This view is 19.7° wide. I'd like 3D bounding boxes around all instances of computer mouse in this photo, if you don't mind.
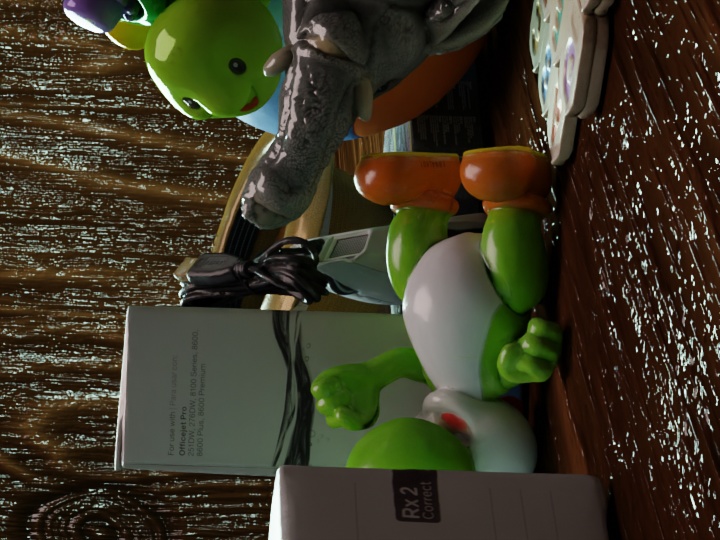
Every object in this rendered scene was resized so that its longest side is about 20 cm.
[{"bbox_3d":[0.000,0.000,1.112,0.110,0.200,0.044,-11,88,44],"label":"computer mouse"}]

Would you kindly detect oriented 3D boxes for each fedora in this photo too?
[{"bbox_3d":[-0.035,-0.002,1.288,0.201,0.082,0.201,-165,90,-70],"label":"fedora"}]

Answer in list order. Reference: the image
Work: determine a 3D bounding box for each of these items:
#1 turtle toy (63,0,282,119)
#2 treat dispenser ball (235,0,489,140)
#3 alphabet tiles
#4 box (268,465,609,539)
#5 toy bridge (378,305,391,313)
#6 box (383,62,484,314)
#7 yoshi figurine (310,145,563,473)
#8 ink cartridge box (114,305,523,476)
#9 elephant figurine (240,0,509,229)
[{"bbox_3d":[-0.101,-0.166,1.034,0.200,0.146,0.101,55,-150,1],"label":"turtle toy"},{"bbox_3d":[-0.020,-0.173,1.164,0.201,0.201,0.201,-178,90,-86],"label":"treat dispenser ball"},{"bbox_3d":[0.091,-0.156,0.910,0.200,0.015,0.196,-94,7,-54],"label":"alphabet tiles"},{"bbox_3d":[0.027,0.210,0.775,0.199,0.131,0.200,-94,7,-54],"label":"box"},{"bbox_3d":[0.018,0.048,1.379,0.067,0.027,0.200,-96,-7,-66],"label":"toy bridge"},{"bbox_3d":[0.043,-0.067,1.300,0.200,0.049,0.161,-92,3,-51],"label":"box"},{"bbox_3d":[0.036,0.044,0.949,0.112,0.112,0.200,-179,88,-79],"label":"yoshi figurine"},{"bbox_3d":[-0.024,0.066,1.079,0.145,0.200,0.084,131,141,-83],"label":"ink cartridge box"},{"bbox_3d":[0.008,-0.140,0.966,0.142,0.155,0.200,62,153,30],"label":"elephant figurine"}]
